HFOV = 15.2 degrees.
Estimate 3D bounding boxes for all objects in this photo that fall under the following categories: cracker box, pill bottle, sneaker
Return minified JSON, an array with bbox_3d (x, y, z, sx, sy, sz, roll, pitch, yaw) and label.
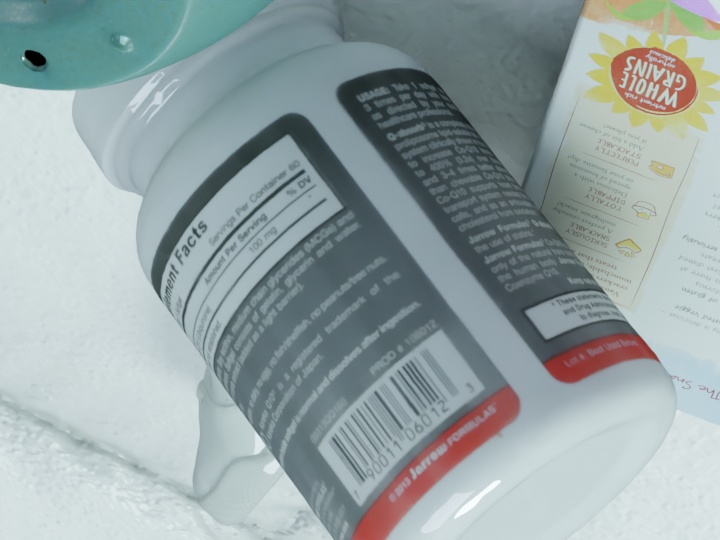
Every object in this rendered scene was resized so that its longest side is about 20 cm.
[{"bbox_3d":[0.124,-0.032,0.879,0.134,0.058,0.200,20,142,3],"label":"cracker box"},{"bbox_3d":[0.000,0.000,0.868,0.200,0.116,0.116,53,148,20],"label":"pill bottle"},{"bbox_3d":[-0.037,0.016,1.020,0.088,0.075,0.200,34,137,5],"label":"sneaker"}]

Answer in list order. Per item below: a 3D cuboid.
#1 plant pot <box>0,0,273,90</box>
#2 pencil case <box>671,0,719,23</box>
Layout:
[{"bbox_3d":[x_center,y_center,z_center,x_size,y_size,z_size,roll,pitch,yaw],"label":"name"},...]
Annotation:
[{"bbox_3d":[-0.078,-0.149,0.751,0.200,0.161,0.201,13,141,11],"label":"plant pot"},{"bbox_3d":[0.096,-0.121,0.700,0.084,0.086,0.200,-1,168,13],"label":"pencil case"}]
